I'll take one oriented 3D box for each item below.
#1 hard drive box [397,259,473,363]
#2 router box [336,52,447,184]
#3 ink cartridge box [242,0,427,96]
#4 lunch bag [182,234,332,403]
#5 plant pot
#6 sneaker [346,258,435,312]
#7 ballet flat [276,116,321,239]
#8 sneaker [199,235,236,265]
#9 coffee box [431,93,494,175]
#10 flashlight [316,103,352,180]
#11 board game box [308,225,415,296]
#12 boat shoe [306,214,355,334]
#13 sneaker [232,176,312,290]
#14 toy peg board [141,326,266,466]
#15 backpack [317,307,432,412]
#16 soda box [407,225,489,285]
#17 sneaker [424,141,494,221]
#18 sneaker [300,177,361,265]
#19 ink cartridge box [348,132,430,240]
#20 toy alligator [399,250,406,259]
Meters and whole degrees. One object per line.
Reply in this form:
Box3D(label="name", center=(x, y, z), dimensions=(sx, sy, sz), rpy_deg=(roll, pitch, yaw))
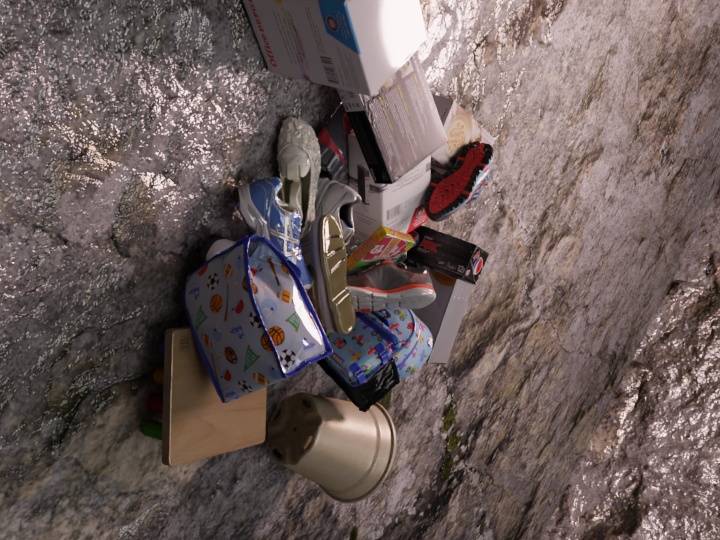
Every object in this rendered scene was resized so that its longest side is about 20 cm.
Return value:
Box3D(label="hard drive box", center=(0.127, 0.065, 1.661), dimensions=(0.077, 0.155, 0.201), rpy_deg=(9, 101, -54))
Box3D(label="router box", center=(0.051, -0.263, 1.347), dimensions=(0.149, 0.051, 0.201), rpy_deg=(-38, 119, -30))
Box3D(label="ink cartridge box", center=(-0.038, -0.361, 1.160), dimensions=(0.146, 0.199, 0.147), rpy_deg=(-49, 142, -26))
Box3D(label="lunch bag", center=(-0.157, 0.064, 1.189), dimensions=(0.124, 0.170, 0.201), rpy_deg=(-25, 88, -49))
Box3D(label="plant pot", center=(-0.067, 0.312, 1.532), dimensions=(0.183, 0.200, 0.201), rpy_deg=(31, 83, -43))
Box3D(label="sneaker", center=(0.030, 0.022, 1.449), dimensions=(0.077, 0.199, 0.082), rpy_deg=(109, -19, -59))
Box3D(label="ballet flat", center=(-0.098, -0.138, 1.306), dimensions=(0.072, 0.072, 0.201), rpy_deg=(-30, 130, -41))
Box3D(label="sneaker", center=(-0.159, 0.020, 1.291), dimensions=(0.067, 0.108, 0.202), rpy_deg=(-57, 144, -14))
Box3D(label="coffee box", center=(0.172, -0.249, 1.609), dimensions=(0.200, 0.079, 0.115), rpy_deg=(26, 88, -56))
Box3D(label="flashlight", center=(-0.015, -0.244, 1.367), dimensions=(0.200, 0.068, 0.068), rpy_deg=(-53, 125, -14))
Box3D(label="board game box", center=(0.000, 0.000, 1.482), dimensions=(0.200, 0.030, 0.095), rpy_deg=(-41, 151, 24))
Box3D(label="boat shoe", center=(-0.062, 0.008, 1.355), dimensions=(0.075, 0.068, 0.201), rpy_deg=(-28, 114, -56))
Box3D(label="sneaker", center=(-0.118, -0.052, 1.275), dimensions=(0.077, 0.076, 0.201), rpy_deg=(-28, 118, 1))
Box3D(label="toy peg board", center=(-0.249, 0.180, 1.295), dimensions=(0.200, 0.097, 0.201), rpy_deg=(-2, 95, -53))
Box3D(label="backpack", center=(0.024, 0.125, 1.502), dimensions=(0.200, 0.183, 0.135), rpy_deg=(-35, 140, -14))
Box3D(label="soda box", center=(0.139, -0.040, 1.577), dimensions=(0.063, 0.199, 0.071), rpy_deg=(26, 88, -56))
Box3D(label="sneaker", center=(0.194, -0.148, 1.558), dimensions=(0.200, 0.079, 0.096), rpy_deg=(-48, 147, -26))
Box3D(label="sneaker", center=(-0.060, -0.056, 1.401), dimensions=(0.074, 0.087, 0.201), rpy_deg=(-3, 112, -56))
Box3D(label="ink cartridge box", center=(0.054, -0.166, 1.495), dimensions=(0.144, 0.083, 0.201), rpy_deg=(-31, 133, -40))
Box3D(label="toy alligator", center=(0.037, 0.016, 1.567), dimensions=(0.054, 0.060, 0.200), rpy_deg=(-3, 147, -17))
